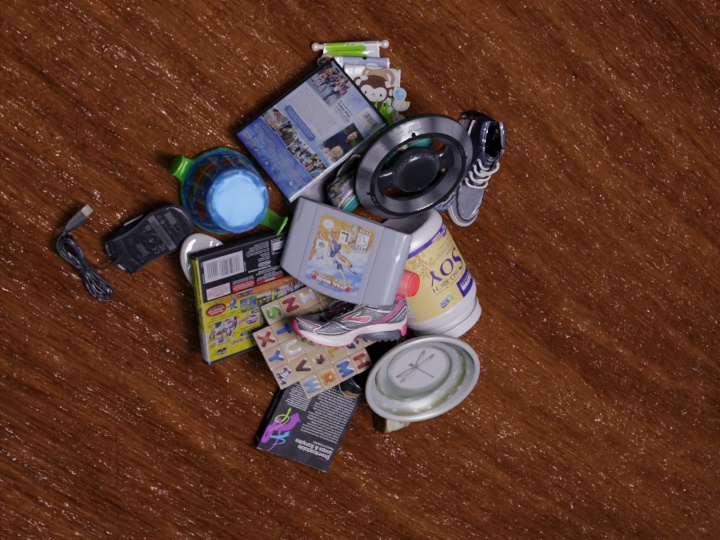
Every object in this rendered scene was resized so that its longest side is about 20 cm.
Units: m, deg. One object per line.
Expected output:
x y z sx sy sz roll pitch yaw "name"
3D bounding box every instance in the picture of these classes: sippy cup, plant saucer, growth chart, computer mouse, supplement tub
-0.201 -0.115 1.394 0.177 0.130 0.141 -8 105 -20 "sippy cup"
0.100 0.170 1.520 0.199 0.050 0.201 -8 131 -9 "plant saucer"
0.004 -0.275 1.437 0.144 0.018 0.202 -8 78 0 "growth chart"
-0.364 -0.060 1.392 0.200 0.046 0.141 -37 117 3 "computer mouse"
0.108 0.010 1.534 0.145 0.145 0.201 -35 112 -11 "supplement tub"

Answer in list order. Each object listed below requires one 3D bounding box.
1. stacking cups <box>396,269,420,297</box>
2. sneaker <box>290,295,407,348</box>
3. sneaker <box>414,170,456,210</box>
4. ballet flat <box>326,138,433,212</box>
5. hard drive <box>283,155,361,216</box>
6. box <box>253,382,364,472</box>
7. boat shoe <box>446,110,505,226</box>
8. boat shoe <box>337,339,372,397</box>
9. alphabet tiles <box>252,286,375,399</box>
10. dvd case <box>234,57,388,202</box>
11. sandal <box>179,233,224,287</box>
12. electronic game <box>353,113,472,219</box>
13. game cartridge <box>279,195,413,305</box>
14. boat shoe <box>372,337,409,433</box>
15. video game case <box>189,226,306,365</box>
0.000 0.000 1.456 0.060 0.199 0.061 -24 120 -52 "stacking cups"
-0.019 0.072 1.449 0.199 0.081 0.075 -7 113 -26 "sneaker"
0.084 -0.182 1.534 0.066 0.078 0.200 -40 94 -2 "sneaker"
0.024 -0.174 1.459 0.200 0.072 0.072 -39 112 -8 "ballet flat"
-0.074 -0.172 1.478 0.134 0.042 0.201 -27 110 -14 "hard drive"
-0.081 0.235 1.572 0.142 0.036 0.201 25 90 -24 "box"
0.198 -0.171 1.557 0.074 0.093 0.202 -1 102 -21 "boat shoe"
-0.019 0.114 1.533 0.074 0.062 0.202 -7 84 -28 "boat shoe"
-0.070 0.108 1.475 0.199 0.006 0.167 -24 81 -30 "alphabet tiles"
-0.076 -0.220 1.409 0.200 0.018 0.143 -38 80 -5 "dvd case"
-0.223 0.014 1.458 0.083 0.050 0.203 -54 129 -13 "sandal"
0.083 -0.159 1.418 0.199 0.042 0.201 -16 139 -14 "electronic game"
-0.027 -0.024 1.414 0.199 0.041 0.134 20 96 20 "game cartridge"
0.061 0.190 1.603 0.062 0.073 0.201 -6 115 -26 "boat shoe"
-0.174 0.037 1.456 0.199 0.025 0.182 -19 115 -35 "video game case"
